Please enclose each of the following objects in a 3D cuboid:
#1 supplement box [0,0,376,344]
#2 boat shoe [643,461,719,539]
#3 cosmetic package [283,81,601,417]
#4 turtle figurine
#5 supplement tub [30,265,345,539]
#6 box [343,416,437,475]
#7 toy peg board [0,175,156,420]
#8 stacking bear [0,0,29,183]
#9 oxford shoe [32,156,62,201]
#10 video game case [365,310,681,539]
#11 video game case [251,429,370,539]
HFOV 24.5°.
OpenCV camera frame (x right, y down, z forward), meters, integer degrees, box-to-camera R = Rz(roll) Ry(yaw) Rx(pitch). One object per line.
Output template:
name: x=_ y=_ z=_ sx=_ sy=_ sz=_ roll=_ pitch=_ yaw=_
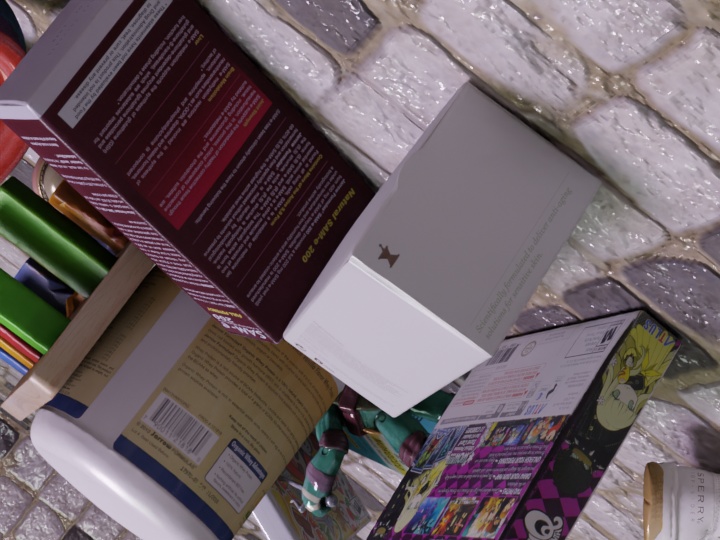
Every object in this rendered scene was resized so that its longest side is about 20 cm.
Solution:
supplement box: x=-0.093 y=-0.064 z=0.907 sx=0.200 sy=0.109 sz=0.061 roll=46 pitch=159 yaw=-28
boat shoe: x=0.212 y=0.167 z=1.015 sx=0.069 sy=0.071 sz=0.200 roll=-1 pitch=161 yaw=12
cosmetic package: x=0.033 y=-0.003 z=0.837 sx=0.085 sy=0.108 sz=0.200 roll=36 pitch=164 yaw=-3
turtle figurine: x=0.006 y=0.101 z=1.144 sx=0.199 sy=0.150 sz=0.101 roll=16 pitch=138 yaw=28
supplement tub: x=-0.094 y=0.068 z=1.039 sx=0.144 sy=0.200 sz=0.145 roll=34 pitch=163 yaw=12
box: x=0.039 y=0.122 z=1.250 sx=0.199 sy=0.049 sz=0.082 roll=21 pitch=158 yaw=40
toy peg board: x=-0.178 y=-0.022 z=1.023 sx=0.098 sy=0.201 sz=0.199 roll=38 pitch=163 yaw=-8
stacking bear: x=-0.260 y=-0.136 z=0.981 sx=0.200 sy=0.113 sz=0.122 roll=56 pitch=170 yaw=52
oxford shoe: x=-0.144 y=-0.028 z=1.177 sx=0.074 sy=0.071 sz=0.200 roll=8 pitch=159 yaw=49
video game case: x=0.078 y=0.112 z=0.928 sx=0.036 sy=0.182 sz=0.200 roll=38 pitch=162 yaw=-11
video game case: x=-0.070 y=0.125 z=1.250 sx=0.201 sy=0.023 sz=0.182 roll=58 pitch=-167 yaw=5
